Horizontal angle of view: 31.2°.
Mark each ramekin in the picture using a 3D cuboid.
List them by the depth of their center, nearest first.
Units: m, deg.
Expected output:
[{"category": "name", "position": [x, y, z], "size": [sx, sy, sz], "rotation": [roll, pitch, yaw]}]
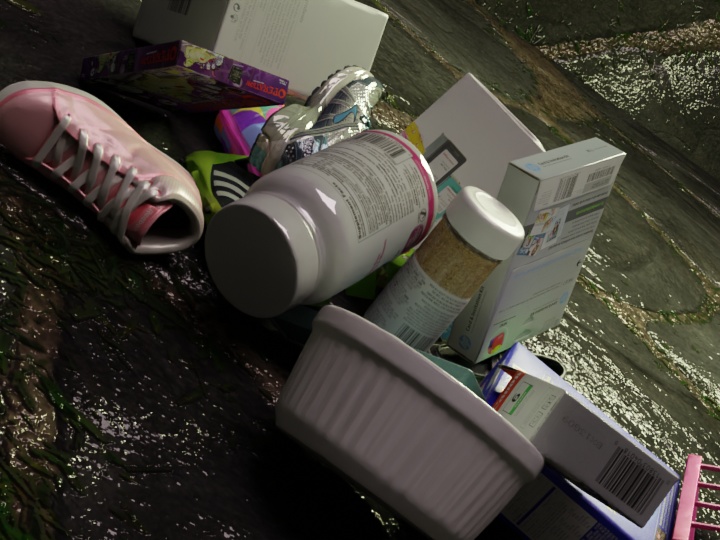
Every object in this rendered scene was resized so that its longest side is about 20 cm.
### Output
[{"category": "ramekin", "position": [0.027, 0.120, 0.939], "size": [0.202, 0.094, 0.202], "rotation": [35, -10, 7]}]

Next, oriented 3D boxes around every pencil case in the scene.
[{"category": "pencil case", "position": [-0.089, -0.108, 1.316], "size": [0.088, 0.089, 0.200], "rotation": [23, 25, -37]}]

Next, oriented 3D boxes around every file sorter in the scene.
[{"category": "file sorter", "position": [0.333, 0.267, 1.116], "size": [0.125, 0.140, 0.200], "rotation": [7, 14, 17]}]

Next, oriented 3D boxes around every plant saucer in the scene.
[{"category": "plant saucer", "position": [0.008, 0.069, 1.065], "size": [0.199, 0.019, 0.070], "rotation": [21, -20, 26]}]

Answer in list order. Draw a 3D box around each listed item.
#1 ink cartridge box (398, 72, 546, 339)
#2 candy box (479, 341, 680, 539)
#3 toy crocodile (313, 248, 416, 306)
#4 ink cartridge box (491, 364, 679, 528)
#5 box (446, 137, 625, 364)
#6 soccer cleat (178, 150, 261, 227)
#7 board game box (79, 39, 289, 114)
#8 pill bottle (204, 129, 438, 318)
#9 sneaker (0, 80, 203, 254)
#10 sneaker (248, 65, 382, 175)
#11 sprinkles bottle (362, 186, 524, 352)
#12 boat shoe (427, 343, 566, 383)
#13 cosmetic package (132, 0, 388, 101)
[{"category": "ink cartridge box", "position": [0.099, -0.063, 1.322], "size": [0.146, 0.200, 0.147], "rotation": [51, 3, 28]}, {"category": "candy box", "position": [0.177, 0.175, 1.135], "size": [0.200, 0.077, 0.169], "rotation": [41, 25, 2]}, {"category": "toy crocodile", "position": [0.000, 0.000, 1.202], "size": [0.199, 0.068, 0.062], "rotation": [15, 30, 8]}, {"category": "ink cartridge box", "position": [0.159, 0.131, 1.010], "size": [0.109, 0.050, 0.200], "rotation": [37, -4, -8]}, {"category": "box", "position": [0.169, -0.020, 1.238], "size": [0.041, 0.201, 0.155], "rotation": [33, 33, 30]}, {"category": "soccer cleat", "position": [-0.106, -0.048, 1.166], "size": [0.081, 0.068, 0.200], "rotation": [-6, 40, -20]}, {"category": "board game box", "position": [-0.171, -0.181, 1.229], "size": [0.119, 0.033, 0.199], "rotation": [10, -3, -37]}, {"category": "pill bottle", "position": [-0.031, -0.039, 1.076], "size": [0.113, 0.114, 0.200], "rotation": [44, 39, 13]}, {"category": "sneaker", "position": [-0.209, -0.080, 1.063], "size": [0.200, 0.075, 0.105], "rotation": [31, 17, -32]}, {"category": "sneaker", "position": [-0.025, -0.127, 1.245], "size": [0.086, 0.078, 0.200], "rotation": [38, 43, 8]}, {"category": "sprinkles bottle", "position": [0.057, 0.021, 1.129], "size": [0.068, 0.200, 0.068], "rotation": [33, 22, -15]}, {"category": "boat shoe", "position": [0.138, 0.098, 1.297], "size": [0.199, 0.066, 0.070], "rotation": [21, 28, -41]}, {"category": "cosmetic package", "position": [-0.114, -0.273, 1.439], "size": [0.199, 0.124, 0.199], "rotation": [13, 10, -37]}]
